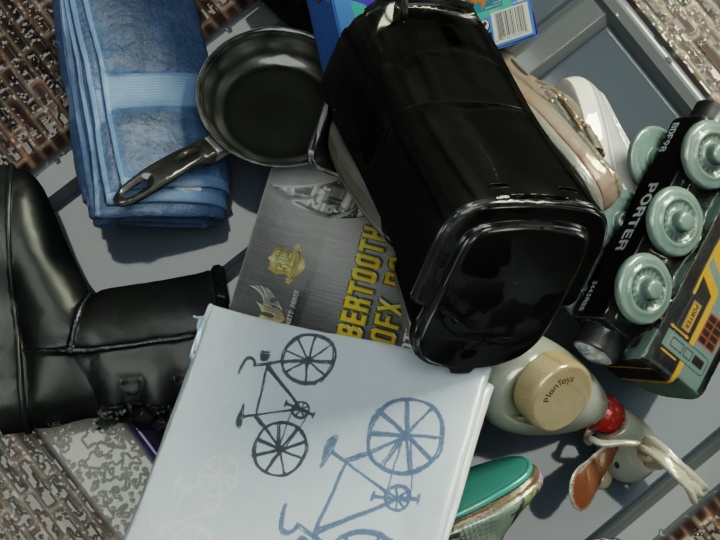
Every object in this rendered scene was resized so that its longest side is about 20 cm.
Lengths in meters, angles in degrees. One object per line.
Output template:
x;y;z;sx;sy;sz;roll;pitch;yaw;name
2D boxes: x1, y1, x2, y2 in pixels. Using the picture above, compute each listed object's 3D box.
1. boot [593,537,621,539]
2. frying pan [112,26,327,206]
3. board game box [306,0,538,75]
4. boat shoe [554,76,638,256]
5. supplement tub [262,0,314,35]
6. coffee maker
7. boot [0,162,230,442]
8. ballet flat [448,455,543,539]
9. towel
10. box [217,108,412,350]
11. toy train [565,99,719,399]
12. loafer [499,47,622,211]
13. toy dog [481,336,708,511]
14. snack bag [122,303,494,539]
0.245;0.232;1.255;0.200;0.073;0.090;44;74;-3;boot
-0.072;-0.087;1.246;0.114;0.031;0.191;25;62;8;frying pan
0.029;-0.233;1.228;0.151;0.045;0.202;-20;109;-22;board game box
0.188;-0.042;1.294;0.068;0.072;0.202;-13;78;-21;boat shoe
0.012;-0.259;1.300;0.107;0.107;0.201;38;81;4;supplement tub
0.054;-0.070;1.135;0.133;0.193;0.201;-17;46;-11;coffee maker
-0.170;0.021;1.264;0.161;0.073;0.200;-4;80;-6;boot
0.025;0.180;1.153;0.198;0.069;0.072;-20;105;-10;ballet flat
-0.151;-0.128;1.274;0.111;0.048;0.202;-2;72;-33;towel
0.000;0.000;1.254;0.157;0.048;0.202;16;60;-1;box
0.213;-0.012;1.229;0.114;0.085;0.201;38;70;-26;toy train
0.120;-0.109;1.261;0.063;0.072;0.200;-31;46;-15;loafer
0.123;0.105;1.214;0.096;0.132;0.200;-46;113;4;toy dog
-0.035;0.123;1.131;0.198;0.021;0.190;12;63;13;snack bag
